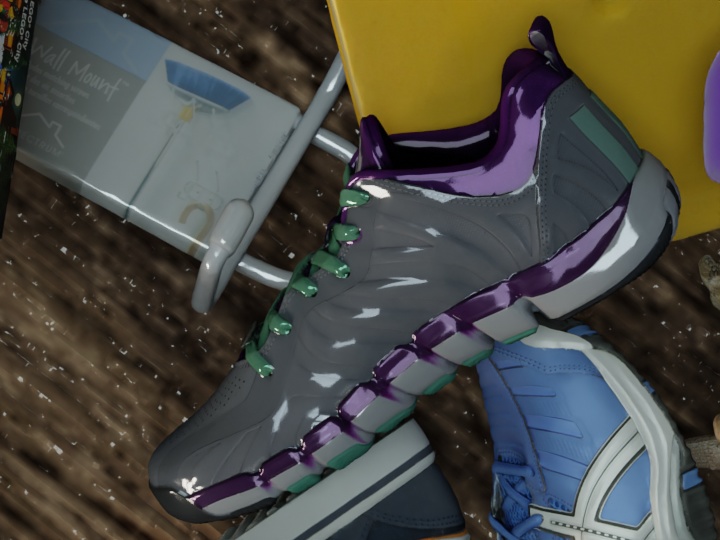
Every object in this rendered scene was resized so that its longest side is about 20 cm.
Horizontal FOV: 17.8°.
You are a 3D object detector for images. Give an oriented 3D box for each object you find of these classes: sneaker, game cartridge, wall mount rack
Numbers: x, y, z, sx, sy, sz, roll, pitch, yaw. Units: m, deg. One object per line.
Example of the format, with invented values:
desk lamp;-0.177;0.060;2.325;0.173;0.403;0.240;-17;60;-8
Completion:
sneaker;0.000;0.000;0.742;0.200;0.074;0.088;-34;106;11
game cartridge;0.077;-0.094;0.740;0.176;0.032;0.200;-15;126;0
sneaker;-0.037;0.125;0.746;0.200;0.078;0.079;-29;90;-32
wall mount rack;-0.062;-0.087;0.787;0.200;0.075;0.174;28;65;2
sneaker;0.075;0.107;0.767;0.077;0.076;0.200;-19;88;-22

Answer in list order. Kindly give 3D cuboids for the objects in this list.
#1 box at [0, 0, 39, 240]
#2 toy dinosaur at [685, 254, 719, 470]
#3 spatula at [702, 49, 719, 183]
box;-0.197;-0.087;0.739;0.200;0.038;0.137;6;84;25
toy dinosaur;0.192;0.029;0.768;0.136;0.086;0.200;30;114;-32
spatula;0.198;-0.079;0.753;0.200;0.021;0.057;-21;125;-22
